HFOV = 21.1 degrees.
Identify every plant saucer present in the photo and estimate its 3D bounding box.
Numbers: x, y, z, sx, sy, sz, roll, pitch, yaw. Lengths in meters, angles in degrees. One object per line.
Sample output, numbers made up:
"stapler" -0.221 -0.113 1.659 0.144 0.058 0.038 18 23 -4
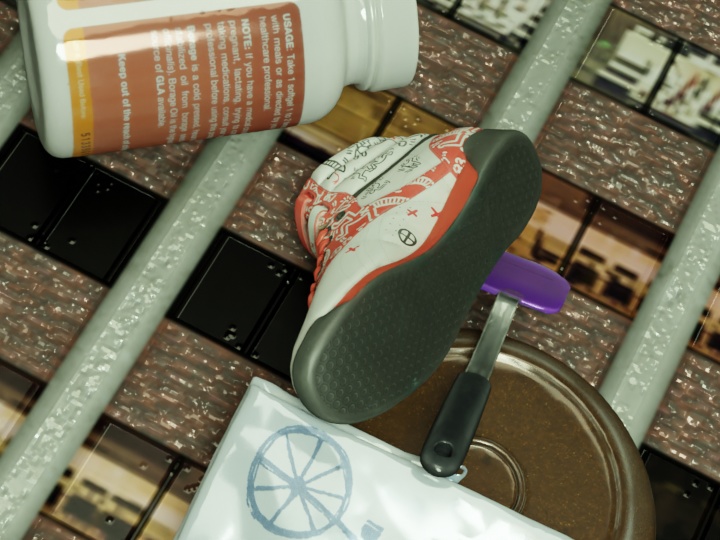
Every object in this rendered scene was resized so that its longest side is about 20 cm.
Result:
"plant saucer" 0.053 0.112 0.960 0.200 0.034 0.200 3 61 -6

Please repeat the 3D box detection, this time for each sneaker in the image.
"sneaker" 0.001 0.000 0.968 0.108 0.067 0.201 3 42 41

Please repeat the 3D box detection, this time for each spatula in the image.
"spatula" 0.063 0.041 0.960 0.056 0.021 0.200 21 38 5

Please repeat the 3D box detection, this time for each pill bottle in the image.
"pill bottle" -0.076 -0.126 1.022 0.200 0.112 0.112 -8 64 -13

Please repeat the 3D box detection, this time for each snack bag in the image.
"snack bag" -0.001 0.173 0.898 0.200 0.021 0.189 24 80 3
